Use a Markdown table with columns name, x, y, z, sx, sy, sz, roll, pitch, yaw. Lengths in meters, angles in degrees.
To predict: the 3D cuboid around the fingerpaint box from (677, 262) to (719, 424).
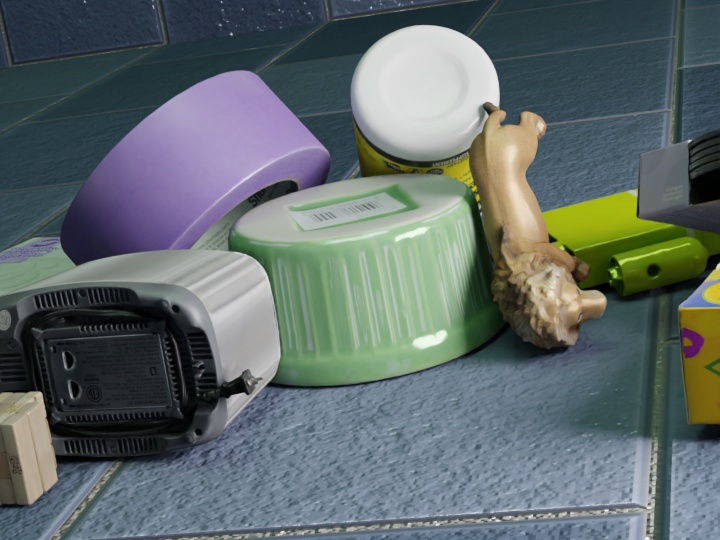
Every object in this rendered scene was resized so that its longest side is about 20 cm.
| name | x | y | z | sx | sy | sz | roll | pitch | yaw |
| --- | --- | --- | --- | --- | --- | --- | --- | --- | --- |
| fingerpaint box | 0.289 | 0.026 | 0.921 | 0.166 | 0.074 | 0.200 | -1 | 15 | 26 |

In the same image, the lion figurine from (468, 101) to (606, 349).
| name | x | y | z | sx | sy | sz | roll | pitch | yaw |
| --- | --- | --- | --- | --- | --- | --- | --- | --- | --- |
| lion figurine | 0.107 | -0.037 | 1.100 | 0.072 | 0.201 | 0.122 | -28 | -15 | 18 |

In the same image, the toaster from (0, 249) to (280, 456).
| name | x | y | z | sx | sy | sz | roll | pitch | yaw |
| --- | --- | --- | --- | --- | --- | --- | --- | --- | --- |
| toaster | -0.136 | 0.048 | 1.035 | 0.199 | 0.114 | 0.129 | -6 | 14 | 21 |

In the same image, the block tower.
| name | x | y | z | sx | sy | sz | roll | pitch | yaw |
| --- | --- | --- | --- | --- | --- | --- | --- | --- | --- |
| block tower | -0.284 | 0.113 | 1.003 | 0.199 | 0.058 | 0.054 | -2 | 17 | 20 |

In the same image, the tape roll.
| name | x | y | z | sx | sy | sz | roll | pitch | yaw |
| --- | --- | --- | --- | --- | --- | --- | --- | --- | --- |
| tape roll | -0.123 | -0.050 | 1.216 | 0.200 | 0.085 | 0.200 | -42 | -12 | -11 |

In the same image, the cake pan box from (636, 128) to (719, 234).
| name | x | y | z | sx | sy | sz | roll | pitch | yaw |
| --- | --- | --- | --- | --- | --- | --- | --- | --- | --- |
| cake pan box | 0.306 | -0.054 | 1.041 | 0.199 | 0.053 | 0.184 | 8 | -12 | -28 |

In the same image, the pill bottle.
| name | x | y | z | sx | sy | sz | roll | pitch | yaw |
| --- | --- | --- | --- | --- | --- | --- | --- | --- | --- |
| pill bottle | 0.054 | -0.096 | 1.276 | 0.112 | 0.113 | 0.200 | -10 | -25 | 0 |

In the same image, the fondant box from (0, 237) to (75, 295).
| name | x | y | z | sx | sy | sz | roll | pitch | yaw |
| --- | --- | --- | --- | --- | --- | --- | --- | --- | --- |
| fondant box | -0.273 | 0.027 | 1.295 | 0.144 | 0.059 | 0.200 | 0 | 17 | 33 |

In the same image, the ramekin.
| name | x | y | z | sx | sy | sz | roll | pitch | yaw |
| --- | --- | --- | --- | --- | --- | --- | --- | --- | --- |
| ramekin | 0.000 | 0.000 | 1.143 | 0.199 | 0.098 | 0.200 | -9 | 16 | 3 |

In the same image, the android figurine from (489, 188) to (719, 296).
| name | x | y | z | sx | sy | sz | roll | pitch | yaw |
| --- | --- | --- | --- | --- | --- | --- | --- | --- | --- |
| android figurine | 0.203 | -0.026 | 1.222 | 0.199 | 0.041 | 0.182 | -13 | 15 | -10 |
